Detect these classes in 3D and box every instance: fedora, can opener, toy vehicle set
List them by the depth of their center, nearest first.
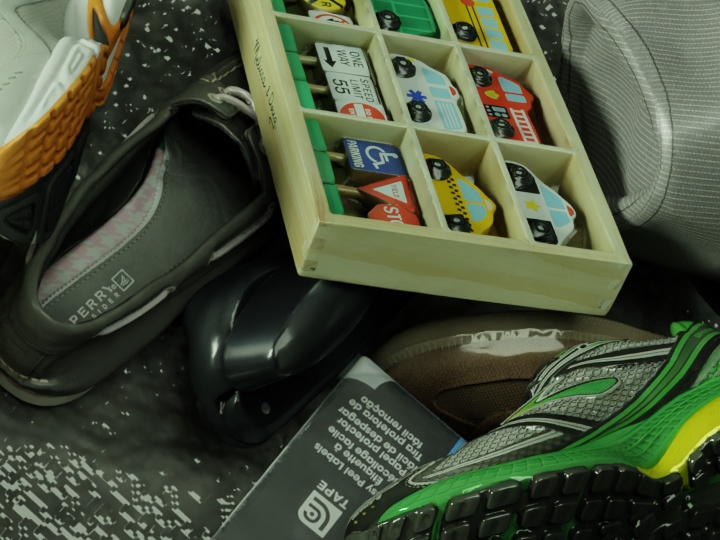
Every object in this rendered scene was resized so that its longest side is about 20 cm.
[{"bbox_3d":[0.000,0.000,0.959,0.200,0.078,0.064,-43,123,-45],"label":"can opener"},{"bbox_3d":[0.020,-0.063,0.961,0.124,0.027,0.200,7,38,-20],"label":"toy vehicle set"},{"bbox_3d":[0.131,-0.059,0.967,0.090,0.178,0.200,0,27,-16],"label":"fedora"}]

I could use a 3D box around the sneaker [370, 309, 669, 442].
[{"bbox_3d":[0.100,0.067,0.959,0.199,0.070,0.076,8,63,-17],"label":"sneaker"}]

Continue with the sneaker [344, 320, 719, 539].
[{"bbox_3d":[0.074,0.075,0.881,0.199,0.078,0.085,-16,36,-32],"label":"sneaker"}]

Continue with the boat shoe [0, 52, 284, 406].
[{"bbox_3d":[-0.068,-0.027,0.946,0.067,0.057,0.200,40,57,2],"label":"boat shoe"}]

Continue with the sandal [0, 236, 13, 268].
[{"bbox_3d":[-0.220,-0.044,0.896,0.199,0.055,0.082,19,59,-12],"label":"sandal"}]

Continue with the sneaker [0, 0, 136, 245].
[{"bbox_3d":[-0.140,-0.076,0.907,0.092,0.076,0.200,17,26,-4],"label":"sneaker"}]

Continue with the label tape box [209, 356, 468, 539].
[{"bbox_3d":[-0.007,0.152,0.878,0.144,0.063,0.200,39,57,1],"label":"label tape box"}]
